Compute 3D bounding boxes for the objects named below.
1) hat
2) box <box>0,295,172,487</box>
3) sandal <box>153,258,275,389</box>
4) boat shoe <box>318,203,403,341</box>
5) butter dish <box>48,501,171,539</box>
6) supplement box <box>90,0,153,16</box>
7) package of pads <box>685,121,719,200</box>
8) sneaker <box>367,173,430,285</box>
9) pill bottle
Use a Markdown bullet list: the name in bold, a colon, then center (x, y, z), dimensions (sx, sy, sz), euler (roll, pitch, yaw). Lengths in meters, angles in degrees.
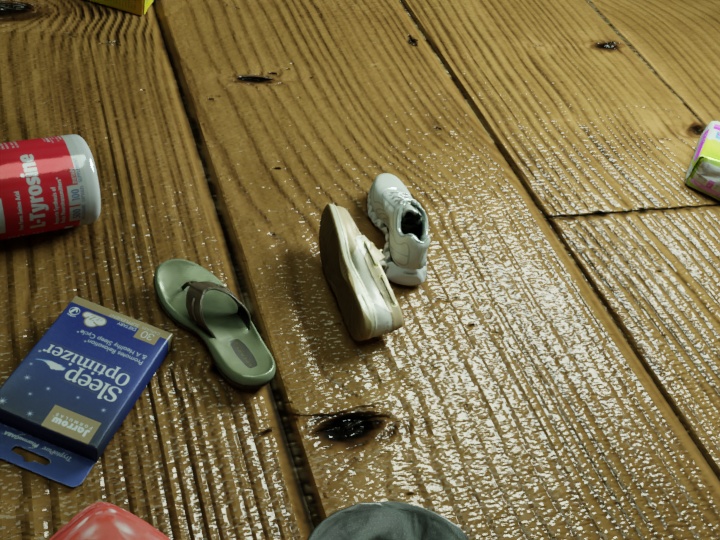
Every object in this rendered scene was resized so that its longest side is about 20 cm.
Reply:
- **hat**: center (0.026, 0.313, 0.750), dimensions (0.200, 0.081, 0.201), euler (5, 52, -7)
- **box**: center (-0.295, 0.120, 0.877), dimensions (0.121, 0.032, 0.200), euler (21, 44, 3)
- **sandal**: center (-0.162, 0.050, 0.970), dimensions (0.080, 0.057, 0.201), euler (-26, 58, -36)
- **boat shoe**: center (0.000, 0.000, 1.068), dimensions (0.069, 0.074, 0.200), euler (-3, 56, -24)
- **butter dish**: center (-0.202, 0.272, 0.668), dimensions (0.200, 0.148, 0.199), euler (30, 44, 14)
- **supplement box**: center (-0.444, -0.531, 1.431), dimensions (0.200, 0.110, 0.109), euler (15, 43, -3)
- **package of pads**: center (0.669, -0.163, 1.443), dimensions (0.200, 0.068, 0.155), euler (28, 44, 11)
- **sneaker**: center (0.058, -0.074, 1.151), dimensions (0.075, 0.081, 0.200), euler (0, 44, -15)
- **pill bottle**: center (-0.420, -0.093, 0.993), dimensions (0.200, 0.112, 0.112), euler (-14, 52, -28)
